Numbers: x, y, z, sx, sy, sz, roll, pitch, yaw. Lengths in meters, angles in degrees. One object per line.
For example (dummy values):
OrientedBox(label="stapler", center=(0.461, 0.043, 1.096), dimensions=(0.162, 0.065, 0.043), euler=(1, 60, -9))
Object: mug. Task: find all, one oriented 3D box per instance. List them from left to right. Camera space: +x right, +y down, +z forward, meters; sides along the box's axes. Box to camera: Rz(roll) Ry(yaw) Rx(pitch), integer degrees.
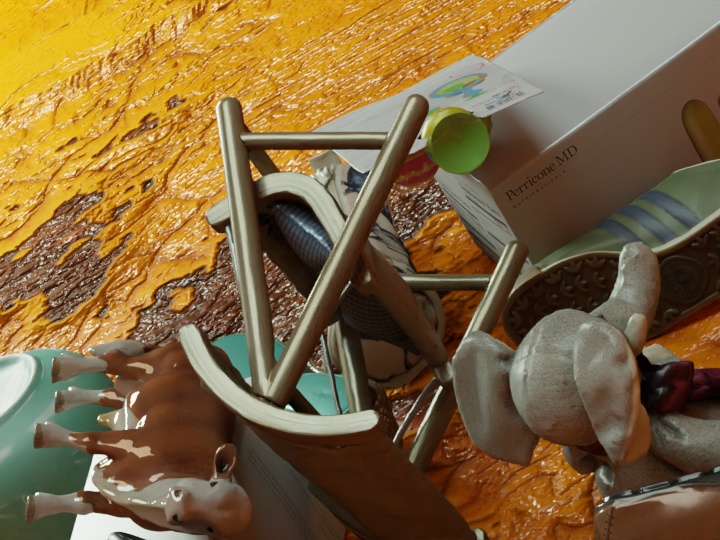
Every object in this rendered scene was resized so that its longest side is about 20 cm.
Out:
OrientedBox(label="mug", center=(-0.225, 0.122, 1.755), dimensions=(0.152, 0.115, 0.185), euler=(-44, 29, -19))

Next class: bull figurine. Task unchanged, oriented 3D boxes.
OrientedBox(label="bull figurine", center=(-0.115, 0.096, 1.454), dimensions=(0.121, 0.066, 0.200), euler=(6, 23, -1))

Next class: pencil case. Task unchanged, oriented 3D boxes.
OrientedBox(label="pencil case", center=(0.000, 0.000, 1.739), dimensions=(0.078, 0.090, 0.200), euler=(-31, 28, 4))

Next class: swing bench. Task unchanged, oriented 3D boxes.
OrientedBox(label="swing bench", center=(-0.004, 0.037, 1.467), dimensions=(0.129, 0.199, 0.201), euler=(0, 65, 21))

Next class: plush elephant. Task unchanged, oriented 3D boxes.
OrientedBox(label="plush elephant", center=(0.140, 0.064, 1.401), dimensions=(0.164, 0.155, 0.200), euler=(3, 44, 50))

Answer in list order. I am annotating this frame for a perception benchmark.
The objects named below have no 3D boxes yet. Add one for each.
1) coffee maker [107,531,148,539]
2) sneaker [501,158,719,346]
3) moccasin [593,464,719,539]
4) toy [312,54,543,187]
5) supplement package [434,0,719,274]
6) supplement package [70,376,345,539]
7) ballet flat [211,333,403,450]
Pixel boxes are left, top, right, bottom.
OrientedBox(label="coffee maker", center=(-0.087, 0.255, 1.315), dimensions=(0.191, 0.135, 0.201), euler=(28, 91, 18))
OrientedBox(label="sneaker", center=(0.181, -0.014, 1.599), dimensions=(0.199, 0.067, 0.090), euler=(-23, 21, 19))
OrientedBox(label="moccasin", center=(0.210, 0.121, 1.275), dimensions=(0.200, 0.078, 0.074), euler=(-18, -12, 16))
OrientedBox(label="toy", center=(0.043, -0.081, 1.614), dimensions=(0.115, 0.047, 0.200), euler=(-25, 10, -5))
OrientedBox(label="supplement package", center=(0.156, -0.089, 1.691), dimensions=(0.200, 0.111, 0.156), euler=(-37, 27, -5))
OrientedBox(label="supplement package", center=(-0.090, 0.177, 1.514), dimensions=(0.117, 0.117, 0.200), euler=(-22, 28, 19))
OrientedBox(label="ballet flat", center=(-0.038, 0.090, 1.656), dimensions=(0.070, 0.065, 0.200), euler=(-41, 27, -15))
